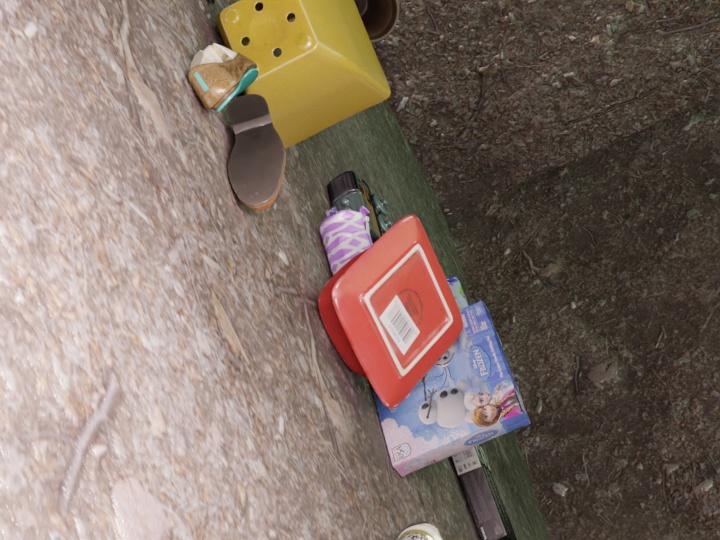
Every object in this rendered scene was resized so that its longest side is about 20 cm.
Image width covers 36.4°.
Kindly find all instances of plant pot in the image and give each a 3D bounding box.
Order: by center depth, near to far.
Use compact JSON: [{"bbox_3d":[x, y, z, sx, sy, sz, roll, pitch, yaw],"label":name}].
[{"bbox_3d":[-0.100,-0.317,1.572,0.195,0.195,0.200,68,14,12],"label":"plant pot"},{"bbox_3d":[0.004,-0.851,3.538,0.201,0.200,0.175,61,-7,-30],"label":"plant pot"}]

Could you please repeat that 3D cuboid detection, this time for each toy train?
[{"bbox_3d":[0.002,-0.082,1.914,0.114,0.085,0.200,41,27,-43],"label":"toy train"}]

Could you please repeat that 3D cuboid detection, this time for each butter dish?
[{"bbox_3d":[0.017,0.053,1.489,0.199,0.147,0.200,-44,119,-37],"label":"butter dish"}]

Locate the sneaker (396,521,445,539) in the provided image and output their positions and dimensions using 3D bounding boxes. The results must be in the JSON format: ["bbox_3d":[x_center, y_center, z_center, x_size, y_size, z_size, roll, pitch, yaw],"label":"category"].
[{"bbox_3d":[0.081,0.393,1.263,0.089,0.077,0.201,10,51,-63],"label":"sneaker"}]

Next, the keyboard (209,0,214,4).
[{"bbox_3d":[-0.247,-0.486,1.663,0.200,0.021,0.127,-98,168,-61],"label":"keyboard"}]

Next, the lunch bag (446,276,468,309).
[{"bbox_3d":[0.129,0.138,1.949,0.200,0.127,0.171,103,-25,-53],"label":"lunch bag"}]

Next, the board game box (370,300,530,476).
[{"bbox_3d":[0.118,0.167,1.570,0.043,0.198,0.200,52,17,-49],"label":"board game box"}]

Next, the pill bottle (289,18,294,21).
[{"bbox_3d":[-0.121,-0.523,2.164,0.114,0.114,0.200,-89,154,-68],"label":"pill bottle"}]

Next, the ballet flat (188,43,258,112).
[{"bbox_3d":[-0.178,-0.249,1.381,0.072,0.068,0.200,45,17,-9],"label":"ballet flat"}]

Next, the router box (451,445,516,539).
[{"bbox_3d":[0.227,0.413,2.034,0.149,0.051,0.201,50,19,-65],"label":"router box"}]

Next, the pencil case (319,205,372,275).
[{"bbox_3d":[0.000,0.000,1.665,0.084,0.085,0.201,46,23,-60],"label":"pencil case"}]

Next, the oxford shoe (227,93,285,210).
[{"bbox_3d":[-0.124,-0.135,1.357,0.200,0.071,0.071,-98,177,-46],"label":"oxford shoe"}]
